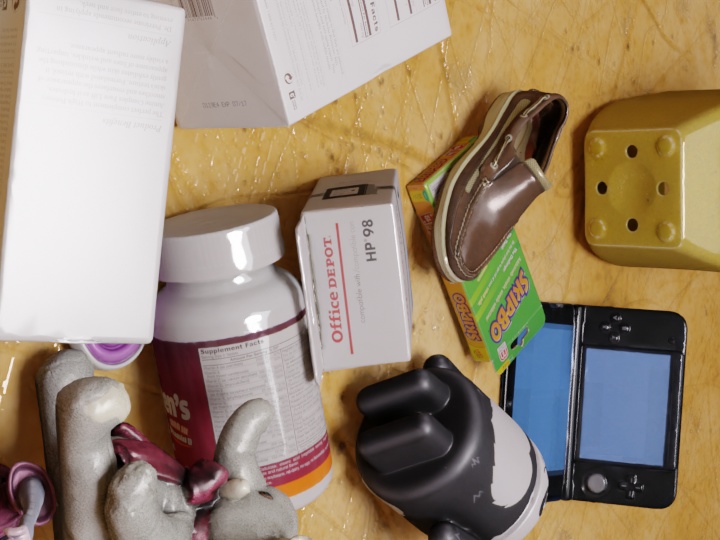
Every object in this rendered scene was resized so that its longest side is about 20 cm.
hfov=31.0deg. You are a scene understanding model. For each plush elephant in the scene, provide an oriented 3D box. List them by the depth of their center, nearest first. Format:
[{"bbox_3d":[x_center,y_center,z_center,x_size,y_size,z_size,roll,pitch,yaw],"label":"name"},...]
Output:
[{"bbox_3d":[-0.105,0.141,0.785,0.154,0.165,0.201,-5,88,-19],"label":"plush elephant"}]

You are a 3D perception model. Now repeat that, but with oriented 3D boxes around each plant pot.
[{"bbox_3d":[0.332,-0.087,1.329,0.199,0.194,0.196,-8,99,-43],"label":"plant pot"}]

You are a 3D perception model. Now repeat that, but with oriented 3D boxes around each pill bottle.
[{"bbox_3d":[-0.086,0.062,0.896,0.109,0.109,0.201,-24,111,-46],"label":"pill bottle"}]

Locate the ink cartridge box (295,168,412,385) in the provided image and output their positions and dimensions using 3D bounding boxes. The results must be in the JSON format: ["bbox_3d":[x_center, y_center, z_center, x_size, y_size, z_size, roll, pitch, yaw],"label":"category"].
[{"bbox_3d":[0.000,0.000,0.947,0.200,0.066,0.116,-79,162,-76],"label":"ink cartridge box"}]

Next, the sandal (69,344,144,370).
[{"bbox_3d":[-0.174,-0.031,0.832,0.082,0.050,0.203,-40,121,-41],"label":"sandal"}]

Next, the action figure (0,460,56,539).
[{"bbox_3d":[-0.247,0.119,0.744,0.200,0.134,0.149,58,13,-45],"label":"action figure"}]

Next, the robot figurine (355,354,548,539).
[{"bbox_3d":[0.077,0.158,1.083,0.200,0.125,0.151,44,73,-42],"label":"robot figurine"}]

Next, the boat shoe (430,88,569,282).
[{"bbox_3d":[0.126,-0.080,1.125,0.075,0.075,0.203,44,58,-37],"label":"boat shoe"}]

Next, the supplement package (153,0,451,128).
[{"bbox_3d":[-0.042,-0.187,0.929,0.200,0.113,0.110,-36,120,-44],"label":"supplement package"}]

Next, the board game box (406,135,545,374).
[{"bbox_3d":[0.110,-0.012,1.179,0.096,0.030,0.201,-42,116,-39],"label":"board game box"}]

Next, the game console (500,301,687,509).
[{"bbox_3d":[0.229,0.134,1.276,0.118,0.170,0.201,4,90,-76],"label":"game console"}]

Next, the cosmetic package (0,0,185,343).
[{"bbox_3d":[-0.169,-0.062,0.755,0.101,0.074,0.201,5,95,-36],"label":"cosmetic package"}]
